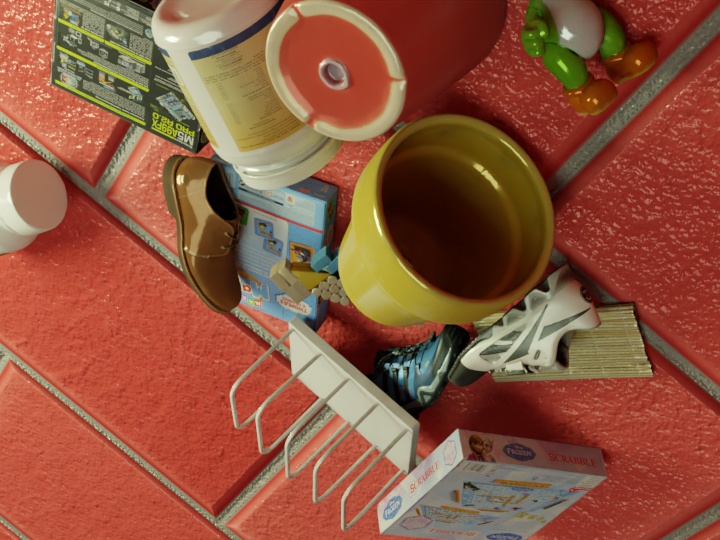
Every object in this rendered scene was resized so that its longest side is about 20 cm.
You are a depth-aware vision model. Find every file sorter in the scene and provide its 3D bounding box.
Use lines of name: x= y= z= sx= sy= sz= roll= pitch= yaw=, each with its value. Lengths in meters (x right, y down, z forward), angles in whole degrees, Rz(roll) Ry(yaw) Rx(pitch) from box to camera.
file sorter: x=-0.046 y=0.184 z=1.599 sx=0.200 sy=0.124 sz=0.139 roll=40 pitch=156 yaw=20

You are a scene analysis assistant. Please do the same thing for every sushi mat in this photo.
sushi mat: x=0.220 y=0.082 z=1.494 sx=0.199 sy=0.012 sz=0.096 roll=-5 pitch=123 yaw=34

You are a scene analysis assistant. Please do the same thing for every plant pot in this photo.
plant pot: x=0.070 y=-0.030 z=1.383 sx=0.200 sy=0.201 sz=0.189 roll=40 pitch=151 yaw=-4
plant pot: x=0.012 y=-0.224 z=1.258 sx=0.199 sy=0.178 sz=0.202 roll=17 pitch=133 yaw=19

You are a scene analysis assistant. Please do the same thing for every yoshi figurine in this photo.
yoshi figurine: x=0.182 y=-0.244 z=1.200 sx=0.112 sy=0.113 sz=0.200 roll=-33 pitch=103 yaw=27

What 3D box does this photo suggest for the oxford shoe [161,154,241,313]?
oxford shoe: x=-0.165 y=-0.036 z=1.542 sx=0.071 sy=0.071 sz=0.201 roll=3 pitch=123 yaw=28

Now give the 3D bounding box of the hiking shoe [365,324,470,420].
hiking shoe: x=0.055 y=0.119 z=1.579 sx=0.086 sy=0.075 sz=0.200 roll=34 pitch=135 yaw=1

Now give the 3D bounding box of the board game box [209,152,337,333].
board game box: x=-0.106 y=-0.034 z=1.580 sx=0.150 sy=0.037 sz=0.201 roll=21 pitch=132 yaw=16

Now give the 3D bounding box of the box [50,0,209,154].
box: x=-0.246 y=-0.239 z=1.495 sx=0.199 sy=0.044 sz=0.161 roll=26 pitch=135 yaw=11

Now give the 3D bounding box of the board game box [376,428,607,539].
board game box: x=0.151 y=0.258 z=1.584 sx=0.199 sy=0.041 sz=0.200 roll=11 pitch=141 yaw=-26

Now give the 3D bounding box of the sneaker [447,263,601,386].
sneaker: x=0.175 y=0.085 z=1.456 sx=0.089 sy=0.074 sz=0.200 roll=51 pitch=127 yaw=7

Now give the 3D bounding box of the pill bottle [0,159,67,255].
pill bottle: x=-0.467 y=-0.075 z=1.709 sx=0.199 sy=0.115 sz=0.115 roll=-13 pitch=117 yaw=37

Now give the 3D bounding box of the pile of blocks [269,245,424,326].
pile of blocks: x=0.000 y=0.000 z=1.514 sx=0.198 sy=0.062 sz=0.083 roll=10 pitch=116 yaw=-5

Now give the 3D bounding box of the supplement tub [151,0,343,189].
supplement tub: x=-0.108 y=-0.197 z=1.367 sx=0.143 sy=0.145 sz=0.201 roll=-2 pitch=132 yaw=32
